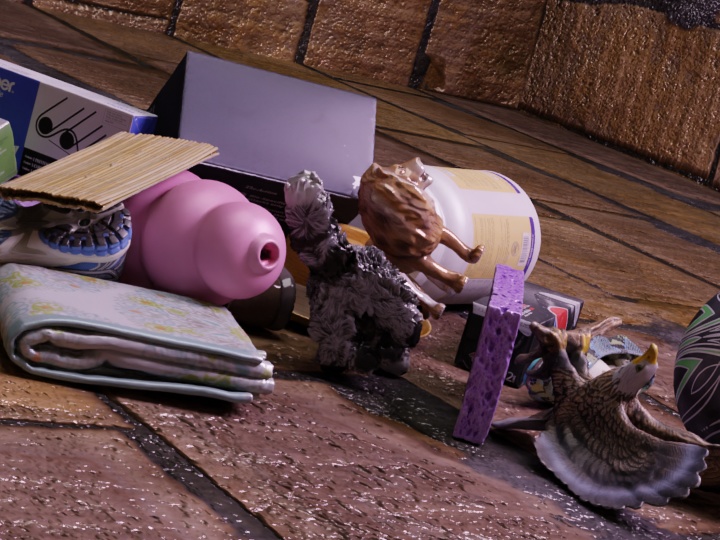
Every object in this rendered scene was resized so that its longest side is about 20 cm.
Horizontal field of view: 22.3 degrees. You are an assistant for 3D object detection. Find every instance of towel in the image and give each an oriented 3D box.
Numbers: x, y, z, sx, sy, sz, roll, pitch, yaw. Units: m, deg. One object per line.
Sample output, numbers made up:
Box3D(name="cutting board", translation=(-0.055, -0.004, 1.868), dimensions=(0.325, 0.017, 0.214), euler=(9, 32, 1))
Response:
Box3D(name="towel", translation=(-0.176, 0.049, 1.374), dimensions=(0.199, 0.048, 0.171), euler=(12, 9, -19))

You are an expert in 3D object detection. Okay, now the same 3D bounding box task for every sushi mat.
Box3D(name="sushi mat", translation=(-0.201, -0.082, 1.484), dimensions=(0.095, 0.012, 0.200), euler=(9, 20, 21))

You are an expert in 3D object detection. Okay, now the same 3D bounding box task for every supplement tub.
Box3D(name="supplement tub", translation=(0.079, -0.036, 1.892), dimensions=(0.145, 0.146, 0.200), euler=(24, 13, 34))

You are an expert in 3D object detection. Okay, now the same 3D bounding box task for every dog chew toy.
Box3D(name="dog chew toy", translation=(-0.138, -0.023, 1.509), dimensions=(0.124, 0.125, 0.200), euler=(6, 2, -42))

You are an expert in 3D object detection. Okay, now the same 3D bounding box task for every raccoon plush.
Box3D(name="raccoon plush", translation=(0.000, 0.000, 1.545), dimensions=(0.096, 0.201, 0.134), euler=(-10, 11, 4))

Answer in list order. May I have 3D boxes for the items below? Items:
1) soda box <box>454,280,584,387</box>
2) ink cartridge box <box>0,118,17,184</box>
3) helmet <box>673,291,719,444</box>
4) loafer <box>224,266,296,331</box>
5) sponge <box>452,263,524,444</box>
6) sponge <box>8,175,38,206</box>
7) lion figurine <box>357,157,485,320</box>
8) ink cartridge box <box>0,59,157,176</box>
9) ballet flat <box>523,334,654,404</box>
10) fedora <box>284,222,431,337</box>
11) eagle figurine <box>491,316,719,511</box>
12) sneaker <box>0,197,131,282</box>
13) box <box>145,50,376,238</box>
Box3D(name="soda box", translation=(0.155, 0.058, 1.753), dimensions=(0.071, 0.063, 0.200), euler=(19, 12, 16))
Box3D(name="ink cartridge box", translation=(-0.427, -0.119, 1.689), dimensions=(0.200, 0.059, 0.104), euler=(22, 43, 29))
Box3D(name="helmet", translation=(0.359, 0.091, 1.515), dimensions=(0.200, 0.200, 0.191), euler=(26, -9, 40))
Box3D(name="loafer", translation=(-0.132, -0.008, 1.636), dimensions=(0.071, 0.073, 0.200), euler=(7, 14, -37))
Box3D(name="sponge", translation=(0.109, 0.066, 1.522), dimensions=(0.030, 0.112, 0.200), euler=(15, 11, 3))
Box3D(name="sponge", translation=(-0.297, -0.062, 1.736), dimensions=(0.111, 0.030, 0.200), euler=(9, 14, -31))
Box3D(name="lion figurine", translation=(0.037, -0.020, 1.599), dimensions=(0.122, 0.073, 0.200), euler=(31, -27, 1))
Box3D(name="ink cartridge box", translation=(-0.293, -0.131, 1.723), dimensions=(0.200, 0.094, 0.044), euler=(20, 12, 25))
Box3D(name="ballet flat", translation=(0.217, 0.096, 1.660), dimensions=(0.074, 0.074, 0.200), euler=(22, 16, 27))
Box3D(name="fedora", translation=(-0.019, 0.004, 1.711), dimensions=(0.200, 0.082, 0.201), euler=(16, 11, -3))
Box3D(name="eagle figurine", translation=(0.205, 0.122, 1.434), dimensions=(0.151, 0.151, 0.200), euler=(-28, 64, -14))
Box3D(name="sneaker", translation=(-0.282, -0.013, 1.462), dimensions=(0.199, 0.085, 0.077), euler=(5, 49, 1))
Box3D(name="box", translation=(-0.111, -0.100, 1.773), dimensions=(0.196, 0.118, 0.200), euler=(12, -24, -20))
